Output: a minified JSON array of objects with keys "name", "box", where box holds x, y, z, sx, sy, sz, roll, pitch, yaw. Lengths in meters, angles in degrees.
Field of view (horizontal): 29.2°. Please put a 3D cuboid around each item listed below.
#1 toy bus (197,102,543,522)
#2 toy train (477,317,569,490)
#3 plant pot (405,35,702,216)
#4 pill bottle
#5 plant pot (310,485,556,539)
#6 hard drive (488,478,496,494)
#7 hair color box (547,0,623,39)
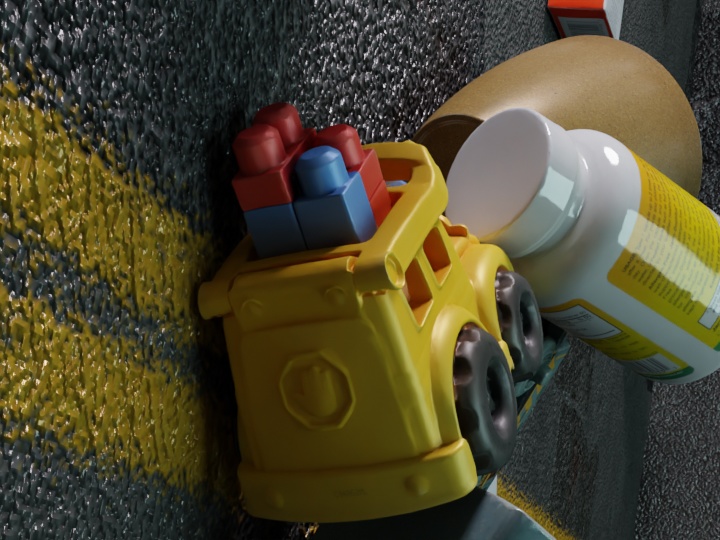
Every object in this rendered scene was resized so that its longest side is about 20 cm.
[{"name":"toy bus","box":[0.000,0.000,0.701,0.200,0.134,0.194,-54,130,-59]},{"name":"toy train","box":[0.080,0.089,0.944,0.202,0.085,0.114,-63,160,17]},{"name":"plant pot","box":[0.120,-0.069,0.975,0.199,0.184,0.189,-15,111,-55]},{"name":"pill bottle","box":[0.146,-0.016,0.842,0.199,0.112,0.114,28,65,-35]},{"name":"plant pot","box":[0.046,0.239,0.718,0.201,0.196,0.195,-52,-162,-11]},{"name":"hard drive","box":[0.078,0.226,1.151,0.200,0.026,0.134,-47,140,-61]},{"name":"hair color box","box":[0.241,-0.342,1.412,0.111,0.063,0.203,35,63,-69]}]
